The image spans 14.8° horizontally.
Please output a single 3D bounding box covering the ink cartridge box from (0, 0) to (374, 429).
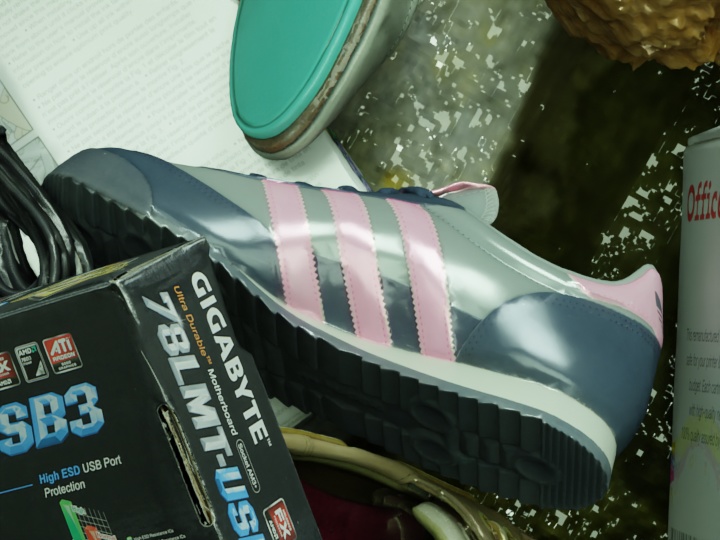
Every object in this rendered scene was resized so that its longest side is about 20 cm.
[{"bbox_3d":[-0.068,-0.037,0.919,0.109,0.050,0.200,-34,86,2],"label":"ink cartridge box"}]

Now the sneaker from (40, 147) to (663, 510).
[{"bbox_3d":[0.000,0.000,0.866,0.199,0.070,0.082,26,61,8],"label":"sneaker"}]

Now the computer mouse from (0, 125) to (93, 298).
[{"bbox_3d":[-0.156,0.028,0.891,0.200,0.046,0.141,-51,58,20],"label":"computer mouse"}]

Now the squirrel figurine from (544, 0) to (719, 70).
[{"bbox_3d":[0.144,-0.153,0.869,0.186,0.141,0.201,-6,99,-19],"label":"squirrel figurine"}]

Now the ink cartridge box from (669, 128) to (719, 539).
[{"bbox_3d":[0.148,0.056,0.844,0.084,0.145,0.201,1,89,-6],"label":"ink cartridge box"}]

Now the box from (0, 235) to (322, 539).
[{"bbox_3d":[-0.095,0.109,0.810,0.200,0.050,0.199,-17,96,35],"label":"box"}]

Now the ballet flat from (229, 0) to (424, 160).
[{"bbox_3d":[0.007,-0.124,0.893,0.067,0.064,0.201,-8,67,45],"label":"ballet flat"}]

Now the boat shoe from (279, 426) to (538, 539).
[{"bbox_3d":[0.012,0.099,0.862,0.199,0.066,0.074,20,72,-28],"label":"boat shoe"}]
